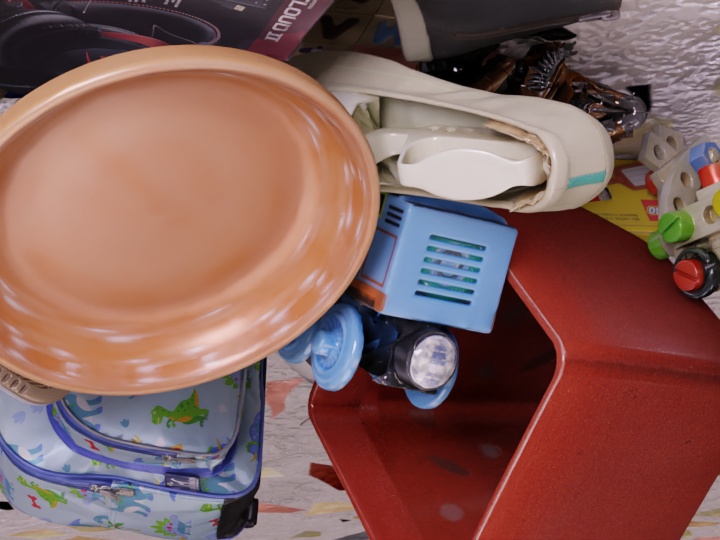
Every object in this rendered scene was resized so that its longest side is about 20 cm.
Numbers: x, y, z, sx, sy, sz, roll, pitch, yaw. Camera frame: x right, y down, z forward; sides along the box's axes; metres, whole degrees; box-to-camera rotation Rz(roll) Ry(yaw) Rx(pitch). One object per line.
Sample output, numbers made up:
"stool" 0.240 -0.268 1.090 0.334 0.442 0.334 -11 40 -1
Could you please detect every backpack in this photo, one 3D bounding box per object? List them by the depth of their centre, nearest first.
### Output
"backpack" -0.169 0.091 1.177 0.200 0.183 0.147 4 146 -3

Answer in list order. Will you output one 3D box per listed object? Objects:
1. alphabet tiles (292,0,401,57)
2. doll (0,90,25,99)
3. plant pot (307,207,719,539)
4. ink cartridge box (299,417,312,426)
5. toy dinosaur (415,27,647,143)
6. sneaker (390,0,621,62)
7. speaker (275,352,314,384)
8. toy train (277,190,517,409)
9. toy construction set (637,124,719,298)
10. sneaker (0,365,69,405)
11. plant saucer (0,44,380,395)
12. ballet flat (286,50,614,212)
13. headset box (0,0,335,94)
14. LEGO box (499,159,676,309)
"alphabet tiles" -0.031 -0.147 0.789 0.166 0.006 0.200 3 159 -17
"doll" -0.109 -0.089 0.858 0.200 0.049 0.136 9 180 -36
"plant pot" 0.107 0.070 0.928 0.176 0.200 0.200 5 123 -29
"ink cartridge box" 0.069 0.061 1.229 0.200 0.044 0.173 -37 151 31
"toy dinosaur" 0.062 -0.085 0.864 0.200 0.102 0.136 -19 -179 -16
"sneaker" 0.059 -0.153 0.691 0.106 0.075 0.200 -9 169 5
"speaker" -0.042 0.022 1.147 0.081 0.081 0.200 -8 159 12
"toy train" 0.000 0.000 0.870 0.087 0.114 0.200 14 -173 -30
"toy construction set" 0.217 -0.060 0.906 0.092 0.131 0.200 -10 168 -25
"sneaker" -0.253 0.007 0.971 0.200 0.070 0.108 48 150 -5
"plant saucer" -0.091 -0.024 0.728 0.200 0.037 0.200 -12 136 -11
"ballet flat" 0.020 -0.062 0.764 0.200 0.070 0.069 10 169 30
"headset box" -0.106 -0.133 0.698 0.200 0.075 0.149 9 157 -21
"LEGO box" 0.110 0.005 1.047 0.200 0.077 0.149 1 131 -12
